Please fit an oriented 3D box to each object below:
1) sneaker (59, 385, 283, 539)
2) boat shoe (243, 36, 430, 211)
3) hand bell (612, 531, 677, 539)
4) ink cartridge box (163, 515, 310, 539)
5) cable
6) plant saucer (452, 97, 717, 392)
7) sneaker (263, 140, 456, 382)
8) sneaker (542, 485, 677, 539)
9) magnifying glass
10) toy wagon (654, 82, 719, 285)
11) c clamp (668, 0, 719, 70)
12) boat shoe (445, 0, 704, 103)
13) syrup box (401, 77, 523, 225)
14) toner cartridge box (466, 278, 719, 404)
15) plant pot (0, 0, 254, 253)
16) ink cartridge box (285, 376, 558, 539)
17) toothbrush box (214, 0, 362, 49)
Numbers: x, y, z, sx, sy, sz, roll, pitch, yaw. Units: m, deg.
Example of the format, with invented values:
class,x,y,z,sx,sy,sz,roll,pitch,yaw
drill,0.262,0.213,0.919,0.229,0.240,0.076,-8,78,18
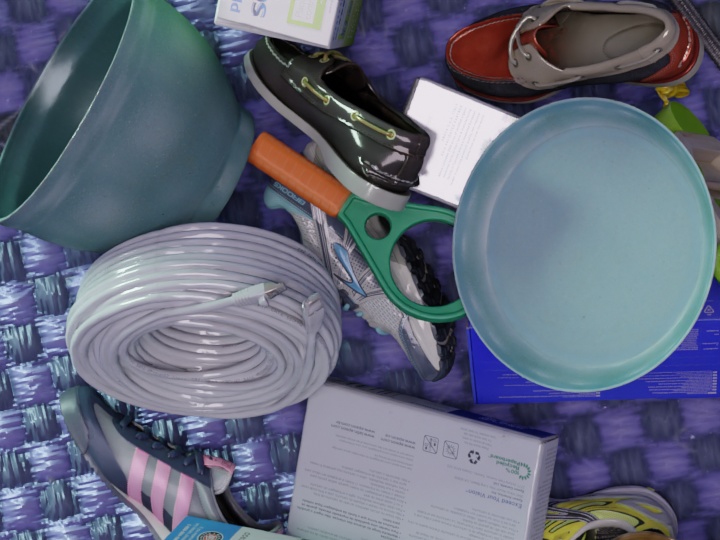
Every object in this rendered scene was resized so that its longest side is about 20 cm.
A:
class,x,y,z,sx,sy,sz,roll,pitch,yaw
sneaker,-0.140,0.150,1.686,0.082,0.070,0.200,-39,100,14
boat shoe,-0.015,-0.120,1.601,0.201,0.071,0.061,48,117,40
hand bell,0.181,0.287,1.636,0.104,0.104,0.201,28,138,2
ink cartridge box,-0.058,0.253,1.576,0.198,0.146,0.087,8,109,15
cable,-0.112,0.039,1.611,0.198,0.200,0.070,-1,61,6
plant saucer,0.156,-0.017,1.538,0.199,0.027,0.202,-1,88,32
sneaker,0.000,0.000,1.660,0.086,0.078,0.201,-31,83,14
sneaker,0.135,0.202,1.661,0.198,0.076,0.076,-14,97,9
magnifying glass,0.006,-0.035,1.605,0.199,0.022,0.080,34,82,5
toy wagon,0.260,-0.048,1.583,0.040,0.155,0.201,-41,67,25
c clamp,0.276,-0.179,1.636,0.171,0.027,0.200,-42,90,3
boat shoe,0.144,-0.160,1.597,0.199,0.062,0.072,2,81,31
syrup box,0.119,-0.069,1.631,0.199,0.081,0.079,22,96,3
toner cartridge box,0.178,0.051,1.632,0.198,0.095,0.043,-2,51,5
plant pot,-0.160,-0.093,1.613,0.134,0.200,0.201,29,99,-22
ink cartridge box,0.038,0.197,1.655,0.195,0.043,0.202,14,100,27
toothbrush box,-0.037,-0.235,1.568,0.085,0.200,0.147,13,96,4
